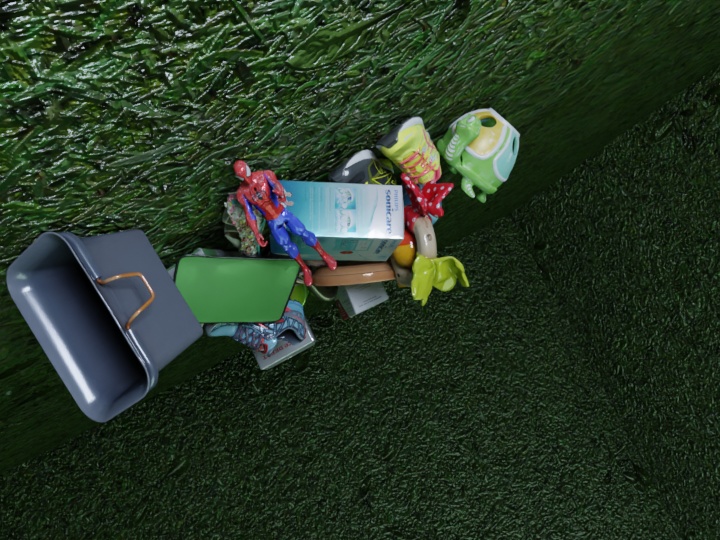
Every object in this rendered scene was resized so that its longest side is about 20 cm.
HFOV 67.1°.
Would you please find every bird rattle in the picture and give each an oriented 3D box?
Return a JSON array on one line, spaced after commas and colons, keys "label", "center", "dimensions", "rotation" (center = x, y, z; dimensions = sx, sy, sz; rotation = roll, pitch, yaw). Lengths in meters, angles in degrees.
[{"label": "bird rattle", "center": [0.083, -0.047, 0.865], "dimensions": [0.111, 0.204, 0.162], "rotation": [-16, 177, -26]}]

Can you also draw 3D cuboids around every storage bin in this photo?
[{"label": "storage bin", "center": [-0.281, 0.042, 0.642], "dimensions": [0.144, 0.202, 0.134], "rotation": [-30, -176, 26]}]

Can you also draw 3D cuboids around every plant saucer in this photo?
[{"label": "plant saucer", "center": [0.000, 0.000, 1.011], "dimensions": [0.195, 0.033, 0.200], "rotation": [-6, -175, 1]}]

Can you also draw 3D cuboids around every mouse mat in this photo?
[{"label": "mouse mat", "center": [-0.202, 0.034, 0.874], "dimensions": [0.196, 0.008, 0.162], "rotation": [2, 136, -26]}]

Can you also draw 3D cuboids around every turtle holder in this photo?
[{"label": "turtle holder", "center": [0.201, -0.221, 0.961], "dimensions": [0.184, 0.142, 0.132], "rotation": [27, 114, -36]}]

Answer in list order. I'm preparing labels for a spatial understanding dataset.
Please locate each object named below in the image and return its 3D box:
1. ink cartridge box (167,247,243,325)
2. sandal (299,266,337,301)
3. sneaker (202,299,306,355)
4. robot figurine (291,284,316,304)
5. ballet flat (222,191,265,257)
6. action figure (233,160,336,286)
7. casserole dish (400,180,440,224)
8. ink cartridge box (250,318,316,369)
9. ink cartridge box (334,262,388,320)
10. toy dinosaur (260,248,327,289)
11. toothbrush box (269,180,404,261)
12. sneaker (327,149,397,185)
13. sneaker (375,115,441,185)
[{"label": "ink cartridge box", "center": [-0.276, 0.033, 0.984], "dimensions": [0.143, 0.089, 0.200], "rotation": [-30, 174, 12]}, {"label": "sandal", "center": [-0.100, -0.013, 1.077], "dimensions": [0.056, 0.201, 0.081], "rotation": [-7, -126, 41]}, {"label": "sneaker", "center": [-0.187, 0.108, 0.999], "dimensions": [0.196, 0.097, 0.080], "rotation": [-4, 152, -29]}, {"label": "robot figurine", "center": [-0.165, 0.031, 1.160], "dimensions": [0.171, 0.119, 0.201], "rotation": [-3, -162, 5]}, {"label": "ballet flat", "center": [-0.171, -0.070, 0.803], "dimensions": [0.062, 0.077, 0.200], "rotation": [6, 160, -11]}, {"label": "action figure", "center": [-0.096, -0.050, 0.688], "dimensions": [0.065, 0.201, 0.100], "rotation": [-32, -145, 5]}, {"label": "casserole dish", "center": [0.102, -0.133, 1.152], "dimensions": [0.038, 0.124, 0.200], "rotation": [1, 159, -27]}, {"label": "ink cartridge box", "center": [-0.211, 0.114, 1.300], "dimensions": [0.143, 0.203, 0.088], "rotation": [-26, 173, -5]}, {"label": "ink cartridge box", "center": [-0.030, -0.007, 1.186], "dimensions": [0.081, 0.204, 0.146], "rotation": [-23, 176, -16]}, {"label": "toy dinosaur", "center": [-0.086, -0.037, 0.943], "dimensions": [0.195, 0.139, 0.086], "rotation": [-7, 161, -1]}, {"label": "toothbrush box", "center": [-0.042, -0.072, 0.840], "dimensions": [0.195, 0.088, 0.146], "rotation": [0, 168, -9]}, {"label": "sneaker", "center": [0.020, -0.142, 0.899], "dimensions": [0.074, 0.086, 0.199], "rotation": [-32, 173, 28]}, {"label": "sneaker", "center": [0.091, -0.182, 0.872], "dimensions": [0.077, 0.092, 0.199], "rotation": [-29, 173, 23]}]
